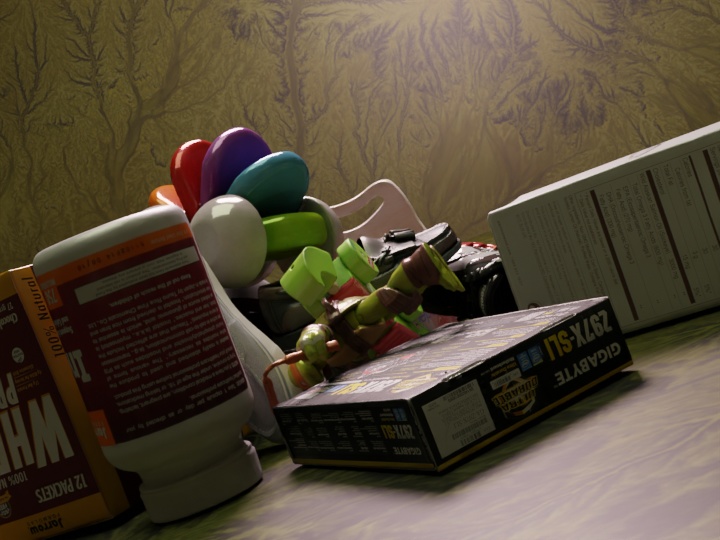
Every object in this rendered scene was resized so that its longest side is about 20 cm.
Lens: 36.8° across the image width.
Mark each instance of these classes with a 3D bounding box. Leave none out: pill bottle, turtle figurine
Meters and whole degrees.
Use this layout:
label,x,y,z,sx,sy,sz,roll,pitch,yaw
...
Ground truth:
label,x,y,z,sx,sy,sz,roll,pitch,yaw
pill bottle,-0.142,0.065,0.754,0.112,0.202,0.113,-20,2,1
turtle figurine,0.002,0.044,0.831,0.161,0.065,0.200,-38,-22,7

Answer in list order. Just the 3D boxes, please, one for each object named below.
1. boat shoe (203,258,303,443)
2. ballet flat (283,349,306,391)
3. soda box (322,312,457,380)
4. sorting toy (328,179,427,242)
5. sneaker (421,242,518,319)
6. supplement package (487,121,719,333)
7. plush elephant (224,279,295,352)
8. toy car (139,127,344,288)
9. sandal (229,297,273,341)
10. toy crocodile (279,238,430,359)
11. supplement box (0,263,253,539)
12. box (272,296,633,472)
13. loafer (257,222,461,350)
label,x,y,z,sx,sy,sz,roll,pitch,yaw
boat shoe,-0.124,0.062,0.856,0.071,0.201,0.070,-26,-17,-51
ballet flat,-0.133,0.122,1.015,0.198,0.071,0.071,-18,2,4
soda box,0.027,0.056,1.093,0.063,0.071,0.200,-21,3,29
sorting toy,0.010,-0.003,1.251,0.198,0.182,0.107,-20,2,-7
sneaker,0.115,0.015,1.009,0.199,0.072,0.098,-4,15,37
supplement package,0.214,-0.028,0.798,0.198,0.118,0.117,-19,2,22
plush elephant,-0.140,0.082,1.165,0.163,0.156,0.201,14,49,4
toy car,-0.122,-0.059,1.033,0.199,0.152,0.174,-5,0,37
sandal,-0.113,0.047,1.035,0.199,0.048,0.075,-27,23,-13
toy crocodile,0.005,0.036,0.913,0.067,0.062,0.200,-41,-45,8
supplement box,-0.225,0.091,0.895,0.132,0.199,0.200,-22,2,29
box,0.053,0.075,0.704,0.159,0.050,0.200,-25,4,-29
loafer,0.000,0.000,0.984,0.199,0.063,0.072,-30,11,-14
